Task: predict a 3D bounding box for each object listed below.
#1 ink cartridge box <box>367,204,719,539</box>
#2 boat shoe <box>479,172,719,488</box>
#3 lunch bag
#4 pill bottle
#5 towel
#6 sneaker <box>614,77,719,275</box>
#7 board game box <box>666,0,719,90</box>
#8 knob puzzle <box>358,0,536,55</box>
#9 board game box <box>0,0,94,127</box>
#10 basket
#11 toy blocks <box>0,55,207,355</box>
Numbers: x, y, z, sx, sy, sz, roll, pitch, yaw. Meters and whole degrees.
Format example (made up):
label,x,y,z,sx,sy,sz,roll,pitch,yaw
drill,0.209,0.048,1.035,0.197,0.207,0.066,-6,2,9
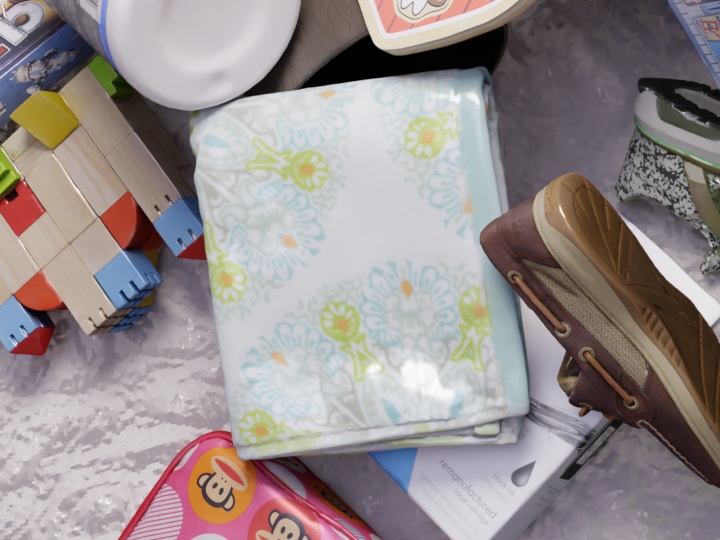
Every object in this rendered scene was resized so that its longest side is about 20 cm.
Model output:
label,x,y,z,sx,sy,sz,roll,pitch,yaw
ink cartridge box,0.097,0.053,1.037,0.116,0.067,0.200,43,92,19
boat shoe,0.134,0.042,0.957,0.072,0.072,0.200,-27,116,29
lunch bag,-0.057,0.209,1.047,0.200,0.082,0.177,38,94,21
pill bottle,-0.127,-0.181,1.030,0.114,0.114,0.200,-48,44,2
towel,0.000,0.000,0.990,0.170,0.048,0.202,-6,93,14
sneaker,0.228,-0.029,1.030,0.199,0.077,0.089,35,121,18
board game box,0.241,-0.137,0.944,0.061,0.200,0.201,-4,118,47
knob puzzle,0.052,-0.205,0.935,0.219,0.030,0.222,-16,66,40
board game box,-0.235,-0.154,1.141,0.200,0.035,0.135,-42,55,-18
basket,-0.021,-0.183,1.085,0.180,0.135,0.201,-42,60,41
toy blocks,-0.170,-0.022,1.123,0.200,0.100,0.137,-40,80,16
